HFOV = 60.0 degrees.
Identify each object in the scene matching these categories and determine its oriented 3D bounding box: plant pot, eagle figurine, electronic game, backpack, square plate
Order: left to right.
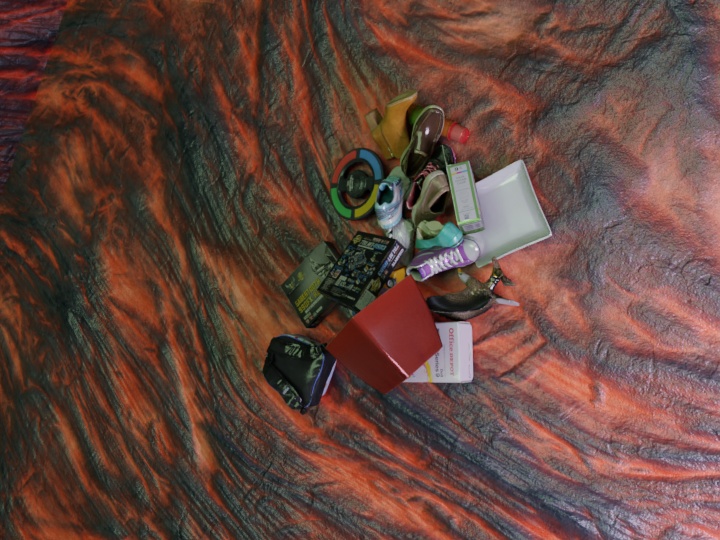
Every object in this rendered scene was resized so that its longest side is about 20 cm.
[{"bbox_3d":[-0.170,0.264,1.727,0.189,0.154,0.202,23,92,23],"label":"backpack"},{"bbox_3d":[-0.010,-0.238,1.722,0.198,0.041,0.203,-6,82,41],"label":"electronic game"},{"bbox_3d":[0.069,0.163,1.438,0.177,0.199,0.200,50,147,8],"label":"plant pot"},{"bbox_3d":[0.259,0.060,1.482,0.200,0.152,0.151,-41,27,5],"label":"eagle figurine"},{"bbox_3d":[0.340,-0.135,1.511,0.197,0.028,0.203,-26,72,29],"label":"square plate"}]

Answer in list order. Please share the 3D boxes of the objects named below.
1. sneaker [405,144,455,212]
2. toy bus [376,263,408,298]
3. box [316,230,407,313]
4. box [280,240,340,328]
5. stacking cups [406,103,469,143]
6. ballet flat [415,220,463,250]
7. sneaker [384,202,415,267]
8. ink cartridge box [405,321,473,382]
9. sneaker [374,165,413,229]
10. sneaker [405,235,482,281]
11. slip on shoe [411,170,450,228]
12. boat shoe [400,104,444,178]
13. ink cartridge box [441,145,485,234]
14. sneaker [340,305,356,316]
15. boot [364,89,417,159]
[{"bbox_3d":[0.174,-0.230,1.587,0.079,0.095,0.202,28,99,32],"label":"sneaker"},{"bbox_3d":[0.067,0.079,1.609,0.078,0.065,0.203,24,117,34],"label":"toy bus"},{"bbox_3d":[0.000,0.000,1.586,0.200,0.050,0.199,-55,31,-11],"label":"box"},{"bbox_3d":[-0.118,0.041,1.774,0.200,0.048,0.159,-44,65,21],"label":"box"},{"bbox_3d":[0.188,-0.383,1.610,0.199,0.060,0.061,30,101,31],"label":"stacking cups"},{"bbox_3d":[0.178,-0.094,1.531,0.067,0.071,0.200,-45,17,-16],"label":"ballet flat"},{"bbox_3d":[0.110,-0.088,1.632,0.080,0.075,0.203,-21,75,20],"label":"sneaker"},{"bbox_3d":[0.173,0.204,1.552,0.198,0.087,0.148,-5,82,30],"label":"ink cartridge box"},{"bbox_3d":[0.085,-0.208,1.609,0.077,0.087,0.202,-2,51,24],"label":"sneaker"},{"bbox_3d":[0.199,-0.017,1.522,0.199,0.114,0.073,-18,106,43],"label":"sneaker"},{"bbox_3d":[0.179,-0.157,1.537,0.061,0.075,0.201,60,154,29],"label":"slip on shoe"},{"bbox_3d":[0.159,-0.317,1.572,0.204,0.074,0.075,112,166,-45],"label":"boat shoe"},{"bbox_3d":[0.247,-0.197,1.493,0.058,0.104,0.203,-13,77,13],"label":"ink cartridge box"},{"bbox_3d":[0.004,0.025,1.657,0.084,0.077,0.202,14,68,37],"label":"sneaker"},{"bbox_3d":[0.105,-0.372,1.620,0.200,0.071,0.145,-12,115,51],"label":"boot"}]
